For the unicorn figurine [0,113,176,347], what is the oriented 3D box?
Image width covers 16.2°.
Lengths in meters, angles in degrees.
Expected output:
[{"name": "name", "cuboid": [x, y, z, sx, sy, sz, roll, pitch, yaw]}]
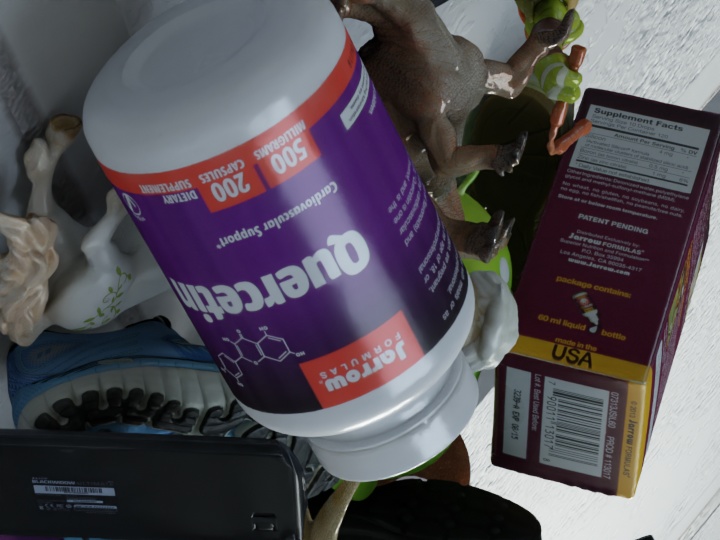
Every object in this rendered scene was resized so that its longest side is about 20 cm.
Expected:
[{"name": "unicorn figurine", "cuboid": [-0.081, -0.016, 1.126, 0.199, 0.074, 0.138, -11, 129, -25]}]

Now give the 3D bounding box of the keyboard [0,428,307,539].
[{"name": "keyboard", "cuboid": [-0.122, 0.103, 1.117, 0.127, 0.199, 0.021, 89, 5, -52]}]

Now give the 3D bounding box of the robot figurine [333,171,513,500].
[{"name": "robot figurine", "cuboid": [0.013, 0.032, 1.378, 0.175, 0.116, 0.201, -35, 153, -44]}]

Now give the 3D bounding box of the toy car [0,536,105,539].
[{"name": "toy car", "cuboid": [-0.110, 0.155, 1.277, 0.200, 0.149, 0.176, 106, -5, -53]}]

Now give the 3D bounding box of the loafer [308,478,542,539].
[{"name": "loafer", "cuboid": [0.006, 0.160, 1.434, 0.068, 0.199, 0.071, -63, 149, -60]}]

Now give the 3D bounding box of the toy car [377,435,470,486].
[{"name": "toy car", "cuboid": [0.051, 0.177, 1.532, 0.158, 0.200, 0.165, -36, 155, -40]}]

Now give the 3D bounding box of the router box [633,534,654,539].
[{"name": "router box", "cuboid": [0.053, 0.208, 1.349, 0.199, 0.062, 0.150, -13, 168, -33]}]

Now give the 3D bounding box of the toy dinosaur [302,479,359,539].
[{"name": "toy dinosaur", "cuboid": [-0.020, 0.147, 1.167, 0.058, 0.102, 0.200, -5, 159, -6]}]

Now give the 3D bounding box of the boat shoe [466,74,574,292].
[{"name": "boat shoe", "cuboid": [0.090, -0.035, 1.516, 0.063, 0.073, 0.201, -51, 155, -49]}]

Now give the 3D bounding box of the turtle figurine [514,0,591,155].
[{"name": "turtle figurine", "cuboid": [0.101, -0.172, 1.300, 0.162, 0.064, 0.201, 91, 11, -48]}]

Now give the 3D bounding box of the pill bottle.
[{"name": "pill bottle", "cuboid": [-0.024, -0.012, 1.040, 0.112, 0.112, 0.200, -43, 123, -25]}]

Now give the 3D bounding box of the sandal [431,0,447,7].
[{"name": "sandal", "cuboid": [0.019, -0.151, 1.194, 0.076, 0.043, 0.200, -58, 160, 15]}]

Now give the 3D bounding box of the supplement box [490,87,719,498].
[{"name": "supplement box", "cuboid": [0.139, 0.010, 1.417, 0.111, 0.085, 0.201, 90, 17, -50]}]

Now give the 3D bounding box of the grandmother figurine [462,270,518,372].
[{"name": "grandmother figurine", "cuboid": [0.000, 0.000, 1.244, 0.199, 0.061, 0.121, 23, 115, -33]}]

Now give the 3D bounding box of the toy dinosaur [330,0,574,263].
[{"name": "toy dinosaur", "cuboid": [0.009, -0.067, 1.123, 0.086, 0.135, 0.201, -57, 163, -63]}]

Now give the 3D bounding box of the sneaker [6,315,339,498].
[{"name": "sneaker", "cuboid": [-0.075, 0.051, 1.187, 0.199, 0.090, 0.079, 6, 122, -35]}]
